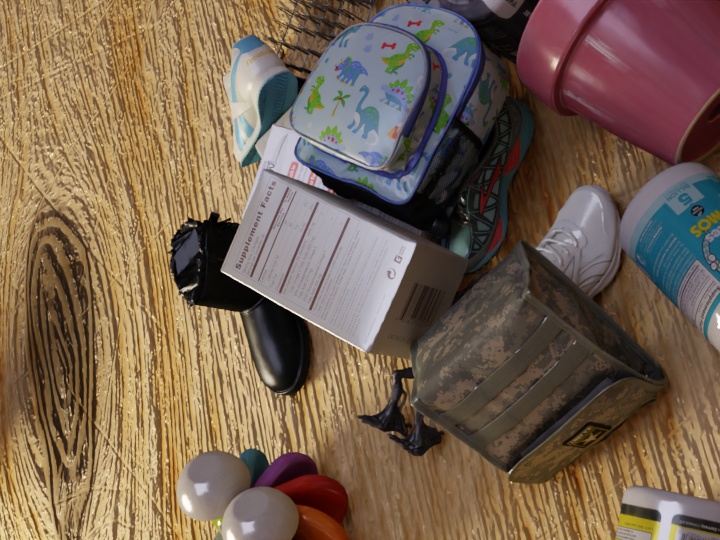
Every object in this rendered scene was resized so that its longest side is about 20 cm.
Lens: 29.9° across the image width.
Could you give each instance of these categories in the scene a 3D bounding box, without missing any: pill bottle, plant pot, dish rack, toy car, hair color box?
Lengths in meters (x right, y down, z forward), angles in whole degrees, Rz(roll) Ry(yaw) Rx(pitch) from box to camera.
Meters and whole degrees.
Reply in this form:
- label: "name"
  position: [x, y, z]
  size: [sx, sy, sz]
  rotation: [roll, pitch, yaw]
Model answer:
- label: "pill bottle"
  position: [0.266, 0.295, 1.164]
  size: [0.112, 0.112, 0.202]
  rotation: [6, 80, 41]
- label: "pill bottle"
  position: [0.329, 0.002, 1.203]
  size: [0.111, 0.110, 0.200]
  rotation: [-50, 52, 16]
- label: "plant pot"
  position: [0.276, -0.200, 1.271]
  size: [0.179, 0.200, 0.200]
  rotation: [45, 107, 22]
- label: "dish rack"
  position: [-0.055, -0.302, 1.656]
  size: [0.153, 0.054, 0.202]
  rotation: [23, 92, 41]
- label: "pill bottle"
  position: [0.146, -0.286, 1.385]
  size: [0.106, 0.199, 0.107]
  rotation: [-13, 68, 36]
- label: "toy car"
  position: [-0.092, 0.266, 1.463]
  size: [0.150, 0.176, 0.199]
  rotation: [-41, 44, -22]
- label: "hair color box"
  position: [-0.016, -0.076, 1.467]
  size: [0.198, 0.064, 0.112]
  rotation: [17, 84, 13]

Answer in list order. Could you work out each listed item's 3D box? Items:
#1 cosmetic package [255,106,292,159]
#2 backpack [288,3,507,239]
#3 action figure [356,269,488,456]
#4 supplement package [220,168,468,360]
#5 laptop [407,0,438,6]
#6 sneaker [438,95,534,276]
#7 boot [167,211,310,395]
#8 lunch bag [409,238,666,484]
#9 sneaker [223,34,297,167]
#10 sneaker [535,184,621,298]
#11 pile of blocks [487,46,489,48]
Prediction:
- label: "cosmetic package"
  position: [-0.016, -0.164, 1.564]
  size: [0.200, 0.081, 0.113]
  rotation: [-45, 51, 21]
- label: "backpack"
  position: [0.042, -0.166, 1.346]
  size: [0.182, 0.147, 0.201]
  rotation: [26, 83, 36]
- label: "action figure"
  position: [0.075, 0.087, 1.398]
  size: [0.119, 0.102, 0.201]
  rotation: [34, 102, 46]
- label: "supplement package"
  position: [-0.017, -0.005, 1.340]
  size: [0.199, 0.117, 0.118]
  rotation: [28, 97, 32]
- label: "laptop"
  position: [0.074, -0.408, 1.535]
  size: [0.188, 0.115, 0.200]
  rotation: [-53, 30, 15]
- label: "sneaker"
  position: [0.112, -0.096, 1.424]
  size: [0.079, 0.095, 0.202]
  rotation: [12, 84, 40]
- label: "boot"
  position: [-0.139, 0.038, 1.550]
  size: [0.073, 0.162, 0.200]
  rotation: [-23, 63, 34]
- label: "lunch bag"
  position: [0.168, 0.103, 1.258]
  size: [0.164, 0.199, 0.118]
  rotation: [-44, 21, 24]
- label: "sneaker"
  position: [-0.123, -0.200, 1.616]
  size: [0.081, 0.076, 0.201]
  rotation: [53, 154, 19]
- label: "sneaker"
  position: [0.189, 0.005, 1.326]
  size: [0.078, 0.099, 0.202]
  rotation: [24, 92, 42]
- label: "pile of blocks"
  position: [0.106, -0.196, 1.473]
  size: [0.062, 0.082, 0.201]
  rotation: [16, 72, 27]
